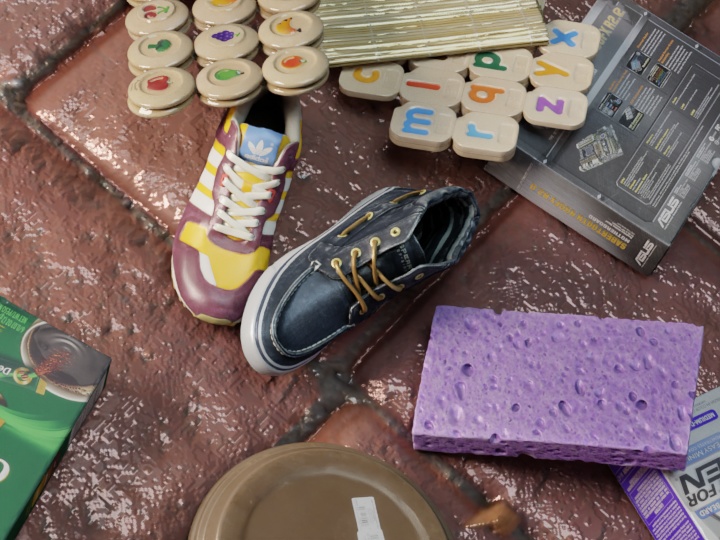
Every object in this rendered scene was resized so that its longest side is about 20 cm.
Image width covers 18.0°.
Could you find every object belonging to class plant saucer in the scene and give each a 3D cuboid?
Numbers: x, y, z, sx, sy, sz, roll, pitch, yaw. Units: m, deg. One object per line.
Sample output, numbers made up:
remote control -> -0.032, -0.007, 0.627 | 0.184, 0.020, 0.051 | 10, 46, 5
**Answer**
plant saucer -> -0.020, 0.203, 1.552 | 0.198, 0.030, 0.201 | 8, 56, -13

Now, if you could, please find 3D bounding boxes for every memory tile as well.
memory tile -> -0.102, -0.184, 1.706 | 0.152, 0.017, 0.201 | -8, 38, -1

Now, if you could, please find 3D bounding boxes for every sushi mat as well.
sushi mat -> 0.047, -0.203, 1.802 | 0.198, 0.012, 0.096 | -8, 47, -10

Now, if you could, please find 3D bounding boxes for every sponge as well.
sponge -> 0.143, 0.083, 1.634 | 0.198, 0.030, 0.112 | 4, 55, 11

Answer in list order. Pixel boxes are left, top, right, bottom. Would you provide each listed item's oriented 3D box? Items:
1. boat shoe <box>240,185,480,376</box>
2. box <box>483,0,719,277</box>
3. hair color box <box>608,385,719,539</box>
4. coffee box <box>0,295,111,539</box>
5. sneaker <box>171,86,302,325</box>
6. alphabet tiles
boat shoe -> 0.000, 0.000, 1.633 | 0.200, 0.091, 0.071 | -45, 113, -35
box -> 0.212, -0.113, 1.810 | 0.158, 0.048, 0.200 | 32, 55, 5
hair color box -> 0.278, 0.187, 1.638 | 0.109, 0.065, 0.201 | -21, 69, -28
coffee box -> -0.262, 0.113, 1.518 | 0.122, 0.044, 0.201 | 29, 55, 1
sneaker -> -0.088, -0.058, 1.652 | 0.074, 0.090, 0.201 | 15, 56, -9
alphabet tiles -> 0.087, -0.163, 1.787 | 0.194, 0.015, 0.201 | 9, 48, 6
